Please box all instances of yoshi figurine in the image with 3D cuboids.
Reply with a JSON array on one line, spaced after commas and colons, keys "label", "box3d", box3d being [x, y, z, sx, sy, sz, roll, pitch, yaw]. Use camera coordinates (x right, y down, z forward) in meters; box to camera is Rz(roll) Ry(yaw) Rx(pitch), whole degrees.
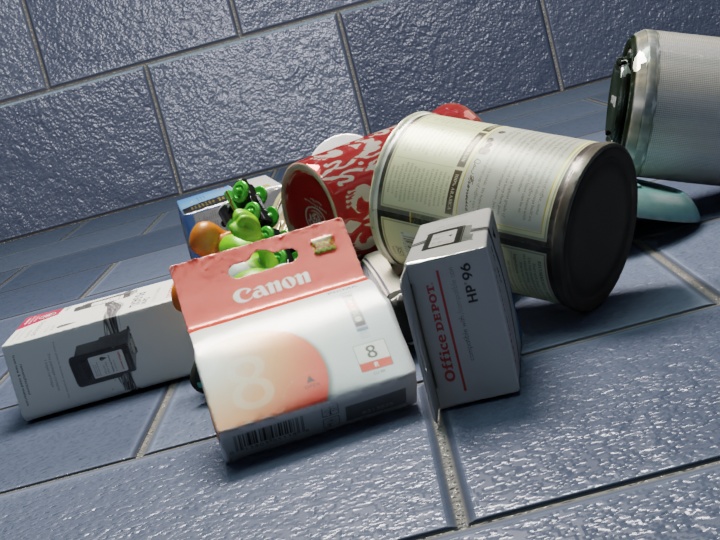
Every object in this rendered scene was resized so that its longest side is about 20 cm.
[{"label": "yoshi figurine", "box3d": [-0.106, 0.015, 1.215, 0.112, 0.113, 0.199, -37, 32, -24]}]

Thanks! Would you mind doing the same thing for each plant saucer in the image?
[{"label": "plant saucer", "box3d": [0.265, -0.085, 1.451, 0.198, 0.028, 0.200, 10, 10, -2]}]

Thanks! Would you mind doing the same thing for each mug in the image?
[{"label": "mug", "box3d": [0.019, -0.078, 1.405, 0.199, 0.135, 0.177, -20, 1, -31]}]

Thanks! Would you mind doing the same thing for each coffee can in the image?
[{"label": "coffee can", "box3d": [0.128, -0.057, 1.222, 0.198, 0.148, 0.146, 15, 25, 34]}]

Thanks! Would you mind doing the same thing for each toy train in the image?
[{"label": "toy train", "box3d": [-0.087, -0.006, 1.355, 0.056, 0.201, 0.042, -45, -31, 24]}]

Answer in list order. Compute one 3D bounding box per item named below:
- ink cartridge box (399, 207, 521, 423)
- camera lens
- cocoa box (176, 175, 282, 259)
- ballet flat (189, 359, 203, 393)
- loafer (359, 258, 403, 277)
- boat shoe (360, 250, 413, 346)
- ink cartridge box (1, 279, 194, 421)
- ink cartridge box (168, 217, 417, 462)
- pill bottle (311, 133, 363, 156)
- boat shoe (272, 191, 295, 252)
[{"label": "ink cartridge box", "box3d": [0.082, 0.031, 1.060, 0.067, 0.117, 0.200, -13, 11, 10]}, {"label": "camera lens", "box3d": [0.376, -0.175, 1.497, 0.197, 0.162, 0.160, 7, 12, 3]}, {"label": "cocoa box", "box3d": [-0.153, -0.037, 1.732, 0.130, 0.135, 0.200, -17, 10, -8]}, {"label": "ballet flat", "box3d": [-0.123, 0.069, 1.317, 0.068, 0.069, 0.200, -25, 7, 14]}, {"label": "loafer", "box3d": [0.000, 0.000, 1.415, 0.199, 0.063, 0.072, -34, 12, -30]}, {"label": "boat shoe", "box3d": [-0.005, 0.037, 1.279, 0.092, 0.075, 0.200, -22, 10, -4]}, {"label": "ink cartridge box", "box3d": [-0.253, 0.075, 1.414, 0.198, 0.084, 0.145, -16, 10, -1]}, {"label": "ink cartridge box", "box3d": [-0.058, 0.038, 1.087, 0.160, 0.201, 0.050, -16, -34, -8]}, {"label": "pill bottle", "box3d": [0.000, -0.098, 1.706, 0.113, 0.115, 0.200, -14, -13, 7]}, {"label": "boat shoe", "box3d": [-0.065, -0.043, 1.495, 0.068, 0.075, 0.200, -11, 27, 32]}]
